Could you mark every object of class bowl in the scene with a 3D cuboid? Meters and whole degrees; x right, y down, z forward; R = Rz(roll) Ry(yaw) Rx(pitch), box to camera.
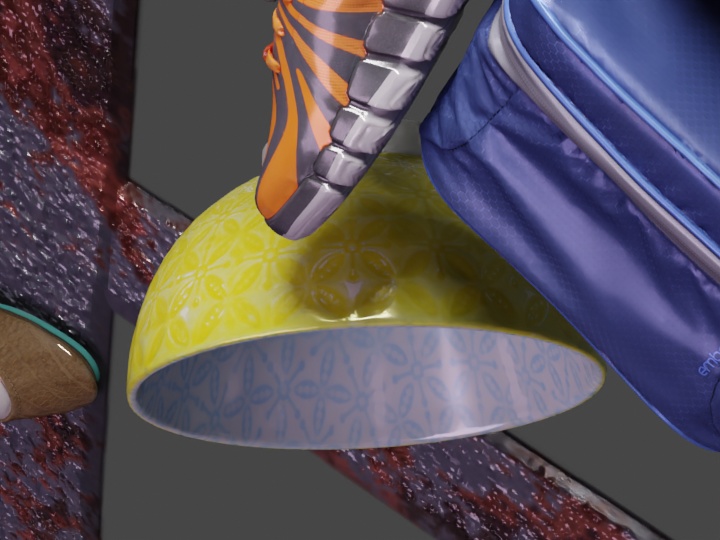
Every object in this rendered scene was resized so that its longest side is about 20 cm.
[{"bbox_3d":[0.000,0.000,1.107,0.200,0.199,0.109,-30,59,54],"label":"bowl"}]

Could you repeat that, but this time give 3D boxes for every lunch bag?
[{"bbox_3d":[0.124,-0.056,0.917,0.200,0.136,0.132,44,145,6],"label":"lunch bag"}]

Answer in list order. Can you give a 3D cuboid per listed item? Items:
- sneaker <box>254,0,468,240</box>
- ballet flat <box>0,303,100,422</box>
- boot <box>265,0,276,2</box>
[{"bbox_3d":[-0.016,-0.111,0.932,0.112,0.078,0.201,29,120,1],"label":"sneaker"},{"bbox_3d":[-0.234,0.042,1.444,0.199,0.072,0.068,26,140,27],"label":"ballet flat"},{"bbox_3d":[-0.103,-0.211,1.078,0.173,0.069,0.201,18,140,27],"label":"boot"}]
